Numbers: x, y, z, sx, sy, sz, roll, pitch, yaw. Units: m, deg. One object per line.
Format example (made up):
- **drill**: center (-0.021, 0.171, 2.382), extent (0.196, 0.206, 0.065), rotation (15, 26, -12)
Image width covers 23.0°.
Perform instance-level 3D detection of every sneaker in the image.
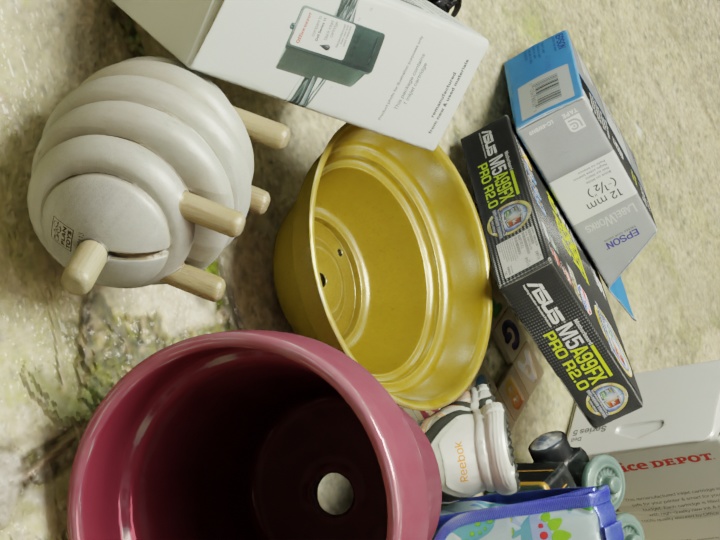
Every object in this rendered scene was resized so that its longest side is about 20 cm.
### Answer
- **sneaker**: center (0.059, 0.119, 1.197), extent (0.200, 0.080, 0.074), rotation (70, 8, -85)

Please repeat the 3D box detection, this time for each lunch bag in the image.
- **lunch bag**: center (0.089, 0.232, 1.139), extent (0.127, 0.199, 0.171), rotation (-9, 87, -54)

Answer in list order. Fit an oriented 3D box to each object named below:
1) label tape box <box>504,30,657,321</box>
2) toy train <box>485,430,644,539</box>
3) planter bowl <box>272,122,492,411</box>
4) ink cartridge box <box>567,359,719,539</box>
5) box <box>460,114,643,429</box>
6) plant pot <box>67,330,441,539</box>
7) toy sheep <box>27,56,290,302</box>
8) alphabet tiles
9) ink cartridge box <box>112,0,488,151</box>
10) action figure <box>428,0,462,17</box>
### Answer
- **label tape box**: center (0.193, -0.078, 1.444), extent (0.200, 0.066, 0.143), rotation (55, 16, -24)
- **toy train**: center (0.161, 0.225, 1.344), extent (0.114, 0.085, 0.201), rotation (-36, 110, -39)
- **planter bowl**: center (0.000, 0.000, 1.191), extent (0.200, 0.083, 0.201), rotation (19, 65, -49)
- **ink cartridge box**: center (0.281, 0.170, 1.458), extent (0.200, 0.145, 0.084), rotation (48, 45, -34)
- **box**: center (0.143, -0.002, 1.339), extent (0.160, 0.044, 0.200), rotation (53, 16, -32)
- **plant pot**: center (-0.040, 0.133, 1.024), extent (0.179, 0.199, 0.201), rotation (4, 75, -69)
- **toy sheep**: center (-0.122, -0.051, 1.006), extent (0.138, 0.137, 0.200), rotation (59, 27, -22)
- **alphabet tiles**: center (0.067, 0.070, 1.323), extent (0.168, 0.008, 0.200), rotation (60, 39, -21)
- **ink cartridge box**: center (-0.044, -0.160, 1.100), extent (0.200, 0.147, 0.083), rotation (16, 108, -39)
- **action figure**: center (0.039, -0.211, 1.295), extent (0.200, 0.102, 0.119), rotation (-6, 98, -53)
